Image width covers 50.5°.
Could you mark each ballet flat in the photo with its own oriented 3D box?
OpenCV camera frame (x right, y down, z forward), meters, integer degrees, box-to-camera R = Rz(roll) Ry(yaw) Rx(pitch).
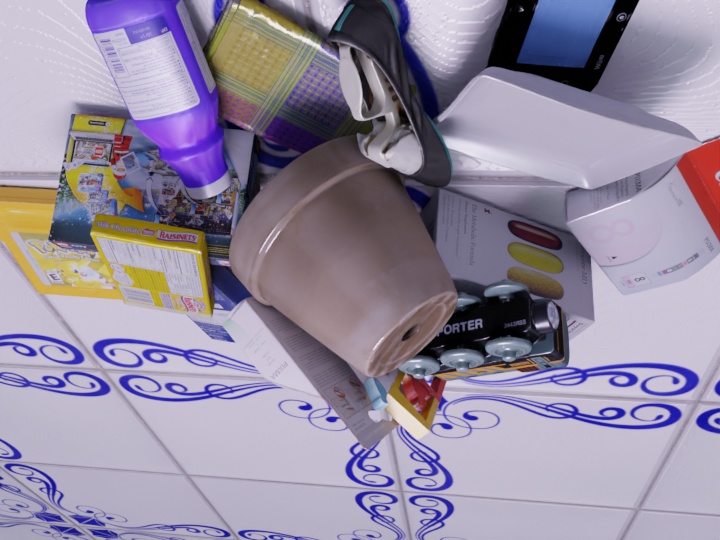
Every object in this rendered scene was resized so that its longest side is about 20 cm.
[{"bbox_3d":[0.021,-0.142,0.686,0.068,0.068,0.201,14,141,47],"label":"ballet flat"}]

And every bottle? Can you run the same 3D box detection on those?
[{"bbox_3d":[-0.174,-0.161,0.700,0.082,0.066,0.202,-9,126,14],"label":"bottle"}]

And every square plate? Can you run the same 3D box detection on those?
[{"bbox_3d":[0.168,-0.127,0.693,0.197,0.029,0.198,14,173,-9],"label":"square plate"}]

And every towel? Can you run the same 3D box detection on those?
[{"bbox_3d":[-0.062,-0.175,0.737,0.198,0.023,0.144,22,142,-21],"label":"towel"}]

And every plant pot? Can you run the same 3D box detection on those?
[{"bbox_3d":[0.000,0.000,0.751,0.199,0.174,0.201,-35,156,-17],"label":"plant pot"}]

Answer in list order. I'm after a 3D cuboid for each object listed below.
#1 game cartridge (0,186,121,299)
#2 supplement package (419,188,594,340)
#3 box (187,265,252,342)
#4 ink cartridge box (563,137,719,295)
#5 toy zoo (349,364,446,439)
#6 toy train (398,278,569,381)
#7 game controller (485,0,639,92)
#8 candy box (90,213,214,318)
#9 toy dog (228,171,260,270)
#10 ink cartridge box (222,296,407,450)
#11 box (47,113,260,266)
[{"bbox_3d":[-0.379,-0.030,1.000,0.174,0.033,0.201,4,146,6],"label":"game cartridge"},{"bbox_3d":[0.152,0.008,0.873,0.197,0.115,0.110,17,145,-14],"label":"supplement package"},{"bbox_3d":[-0.184,0.028,0.908,0.120,0.033,0.200,5,150,32],"label":"box"},{"bbox_3d":[0.339,-0.053,0.806,0.198,0.058,0.162,-15,139,37],"label":"ink cartridge box"},{"bbox_3d":[0.044,0.104,0.869,0.020,0.200,0.131,-38,97,26],"label":"toy zoo"},{"bbox_3d":[0.124,0.074,0.804,0.198,0.086,0.114,-16,149,33],"label":"toy train"},{"bbox_3d":[0.170,-0.214,0.616,0.103,0.043,0.201,10,146,-2],"label":"game controller"},{"bbox_3d":[-0.203,0.002,0.775,0.101,0.027,0.200,8,158,-5],"label":"candy box"},{"bbox_3d":[-0.153,-0.037,0.886,0.130,0.097,0.200,-10,142,24],"label":"toy dog"},{"bbox_3d":[-0.037,0.105,0.838,0.050,0.201,0.160,-44,168,24],"label":"ink cartridge box"},{"bbox_3d":[-0.212,-0.083,0.795,0.197,0.139,0.038,6,170,3],"label":"box"}]
